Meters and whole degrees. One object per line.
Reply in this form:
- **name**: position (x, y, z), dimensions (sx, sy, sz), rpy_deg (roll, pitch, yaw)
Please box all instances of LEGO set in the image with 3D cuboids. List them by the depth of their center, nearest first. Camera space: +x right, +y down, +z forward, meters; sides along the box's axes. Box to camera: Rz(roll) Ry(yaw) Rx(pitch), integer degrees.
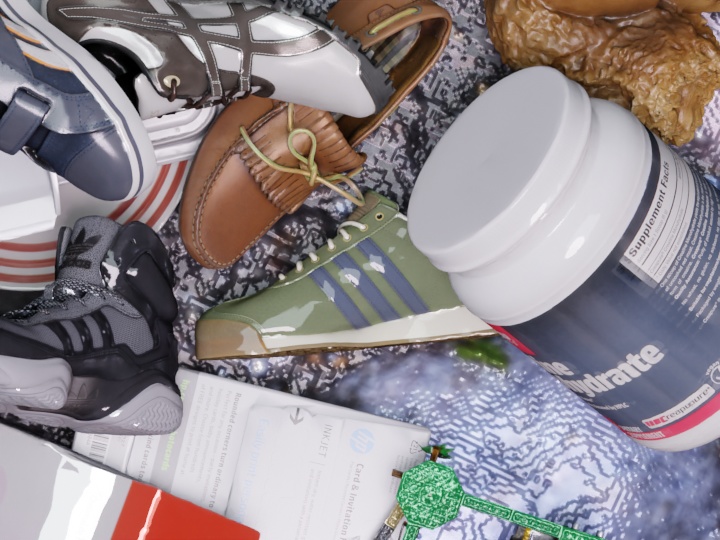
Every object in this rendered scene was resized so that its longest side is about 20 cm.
- **LEGO set**: position (0.063, 0.203, 1.631), dimensions (0.153, 0.116, 0.201), rpy_deg (9, 86, 3)

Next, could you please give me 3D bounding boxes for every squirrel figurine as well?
- **squirrel figurine**: position (0.179, -0.167, 1.659), dimensions (0.186, 0.142, 0.201), rpy_deg (20, 101, -12)

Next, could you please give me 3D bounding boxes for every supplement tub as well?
- **supplement tub**: position (0.137, -0.005, 1.599), dimensions (0.200, 0.140, 0.141), rpy_deg (38, 86, -25)

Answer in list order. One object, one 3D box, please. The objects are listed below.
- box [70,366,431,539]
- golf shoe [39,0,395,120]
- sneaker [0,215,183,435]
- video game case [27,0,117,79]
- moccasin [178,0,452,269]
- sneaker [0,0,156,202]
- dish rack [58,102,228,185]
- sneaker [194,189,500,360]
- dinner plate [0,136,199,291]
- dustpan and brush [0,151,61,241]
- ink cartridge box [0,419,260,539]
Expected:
- **box**: position (-0.073, 0.142, 1.662), dimensions (0.199, 0.041, 0.157), rpy_deg (13, 87, -1)
- **golf shoe**: position (-0.083, -0.112, 1.573), dimensions (0.199, 0.078, 0.095), rpy_deg (23, 73, -6)
- **sneaker**: position (-0.166, 0.022, 1.565), dimensions (0.075, 0.200, 0.114), rpy_deg (-2, 77, 34)
- **video game case**: position (-0.218, -0.191, 1.581), dimensions (0.181, 0.023, 0.201), rpy_deg (7, 76, -23)
- **moccasin**: position (-0.025, -0.079, 1.646), dimensions (0.201, 0.078, 0.074), rpy_deg (-44, 131, -14)
- **sneaker**: position (-0.196, -0.102, 1.514), dimensions (0.200, 0.078, 0.079), rpy_deg (47, 54, 4)
- **dish rack**: position (-0.181, -0.134, 1.645), dimensions (0.199, 0.044, 0.173), rpy_deg (-12, 89, -3)
- **sneaker**: position (0.000, 0.000, 1.661), dimensions (0.199, 0.067, 0.090), rpy_deg (-5, 87, -9)
- **dinner plate**: position (-0.192, -0.088, 1.675), dimensions (0.199, 0.024, 0.201), rpy_deg (0, 88, -2)
- **dustpan and brush**: position (-0.251, -0.110, 1.588), dimensions (0.139, 0.057, 0.201), rpy_deg (-13, 81, -5)
- **ink cartridge box**: position (-0.173, 0.181, 1.607), dimensions (0.199, 0.057, 0.163), rpy_deg (20, 90, 31)
